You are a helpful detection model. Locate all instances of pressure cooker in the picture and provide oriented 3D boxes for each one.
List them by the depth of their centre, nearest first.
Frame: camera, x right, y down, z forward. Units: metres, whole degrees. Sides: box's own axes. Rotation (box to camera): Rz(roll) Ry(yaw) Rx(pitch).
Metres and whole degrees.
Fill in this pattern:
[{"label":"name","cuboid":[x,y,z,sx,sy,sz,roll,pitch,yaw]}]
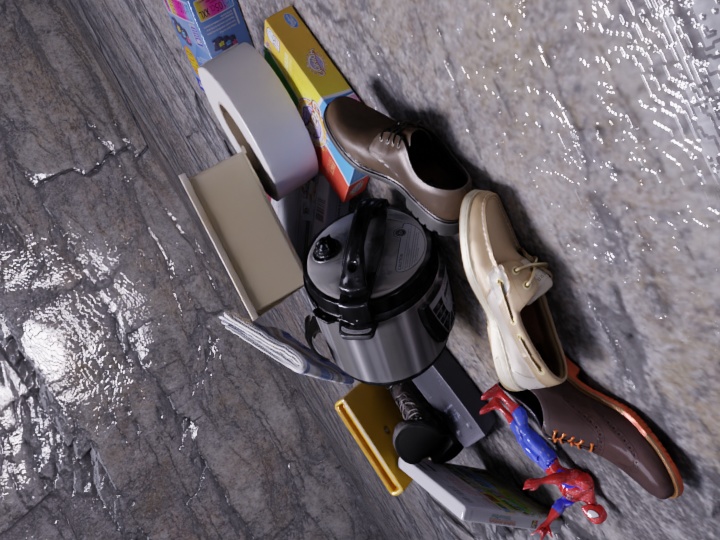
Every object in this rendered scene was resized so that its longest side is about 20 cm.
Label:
[{"label":"pressure cooker","cuboid":[0.019,0.022,0.776,0.176,0.177,0.203,43,159,44]}]

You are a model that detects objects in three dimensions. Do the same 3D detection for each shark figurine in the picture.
[{"label":"shark figurine","cuboid":[-0.032,0.057,0.956,0.126,0.212,0.092,18,110,41]}]

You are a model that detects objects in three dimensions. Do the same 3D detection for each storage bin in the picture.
[{"label":"storage bin","cuboid":[-0.155,-0.045,0.886,0.203,0.092,0.198,62,171,-1]}]

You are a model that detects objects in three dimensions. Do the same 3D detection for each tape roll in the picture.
[{"label":"tape roll","cuboid":[-0.139,-0.200,0.860,0.204,0.070,0.203,54,169,15]}]

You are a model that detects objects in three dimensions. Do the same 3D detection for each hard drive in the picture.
[{"label":"hard drive","cuboid":[0.124,0.173,0.972,0.201,0.042,0.136,52,162,16]}]

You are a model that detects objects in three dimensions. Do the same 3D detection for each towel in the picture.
[{"label":"towel","cuboid":[-0.095,0.111,0.875,0.145,0.024,0.200,28,176,23]}]

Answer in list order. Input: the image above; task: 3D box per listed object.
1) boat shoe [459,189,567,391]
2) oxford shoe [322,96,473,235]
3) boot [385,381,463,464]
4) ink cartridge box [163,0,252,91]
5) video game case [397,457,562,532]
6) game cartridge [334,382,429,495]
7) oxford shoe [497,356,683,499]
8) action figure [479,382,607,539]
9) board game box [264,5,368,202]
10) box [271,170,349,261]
[{"label":"boat shoe","cuboid":[0.151,0.017,0.598,0.068,0.073,0.204,-7,107,44]},{"label":"oxford shoe","cuboid":[0.040,-0.129,0.644,0.199,0.073,0.085,38,155,18]},{"label":"boot","cuboid":[0.076,0.226,1.033,0.199,0.069,0.175,33,-163,-51]},{"label":"ink cartridge box","cuboid":[-0.221,-0.342,0.976,0.136,0.076,0.203,39,156,46]},{"label":"video game case","cuboid":[0.176,0.339,0.962,0.178,0.023,0.199,17,178,-24]},{"label":"game cartridge","cuboid":[0.058,0.261,1.094,0.032,0.199,0.178,-37,84,31]},{"label":"oxford shoe","cuboid":[0.222,0.158,0.627,0.200,0.072,0.072,43,158,39]},{"label":"action figure","cuboid":[0.211,0.248,0.786,0.200,0.098,0.066,43,160,33]},{"label":"board game box","cuboid":[-0.053,-0.205,0.806,0.202,0.040,0.153,55,163,9]},{"label":"box","cuboid":[-0.085,-0.088,0.977,0.199,0.040,0.160,30,118,53]}]
